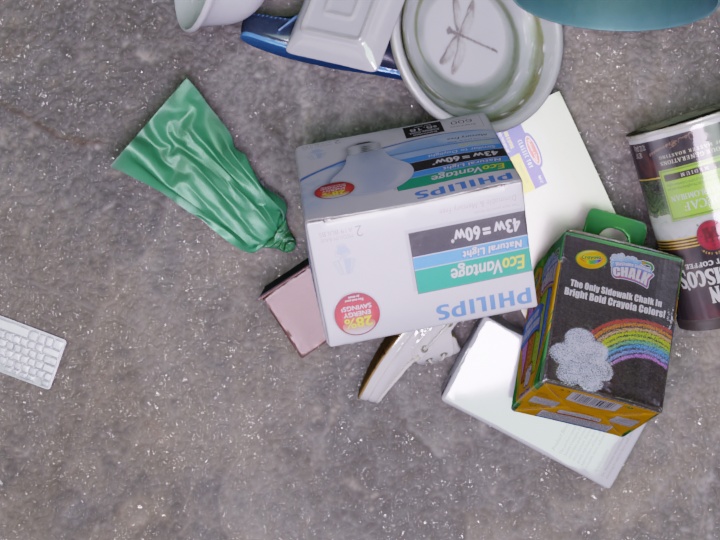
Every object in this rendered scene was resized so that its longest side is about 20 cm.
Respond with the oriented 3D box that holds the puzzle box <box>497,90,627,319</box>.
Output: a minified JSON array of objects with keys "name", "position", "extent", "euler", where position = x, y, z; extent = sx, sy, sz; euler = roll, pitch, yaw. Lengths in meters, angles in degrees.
[{"name":"puzzle box","position":[0.187,-0.068,1.509],"extent":[0.132,0.025,0.201],"euler":[-25,94,5]}]

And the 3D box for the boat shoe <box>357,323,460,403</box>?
[{"name":"boat shoe","position":[0.074,0.066,1.505],"extent":[0.069,0.071,0.201],"euler":[36,99,-8]}]

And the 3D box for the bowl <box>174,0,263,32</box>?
[{"name":"bowl","position":[-0.115,-0.327,1.427],"extent":[0.090,0.201,0.203],"euler":[7,97,-21]}]

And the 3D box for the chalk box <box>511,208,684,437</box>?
[{"name":"chalk box","position":[0.233,0.043,1.424],"extent":[0.124,0.124,0.202],"euler":[14,70,-4]}]

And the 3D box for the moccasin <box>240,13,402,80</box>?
[{"name":"moccasin","position":[-0.022,-0.241,1.482],"extent":[0.198,0.080,0.069],"euler":[10,92,-13]}]

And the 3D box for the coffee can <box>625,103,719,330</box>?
[{"name":"coffee can","position":[0.358,-0.058,1.443],"extent":[0.145,0.146,0.202],"euler":[-17,95,4]}]

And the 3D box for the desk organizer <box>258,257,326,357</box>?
[{"name":"desk organizer","position":[0.000,0.000,1.502],"extent":[0.199,0.072,0.077],"euler":[-34,96,6]}]

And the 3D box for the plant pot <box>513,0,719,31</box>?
[{"name":"plant pot","position":[0.249,-0.337,1.399],"extent":[0.199,0.201,0.162],"euler":[5,81,2]}]

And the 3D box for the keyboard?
[{"name":"keyboard","position":[-0.414,0.066,1.555],"extent":[0.199,0.011,0.057],"euler":[20,97,0]}]

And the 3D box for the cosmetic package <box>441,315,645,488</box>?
[{"name":"cosmetic package","position":[0.191,0.131,1.508],"extent":[0.199,0.074,0.102],"euler":[29,96,1]}]

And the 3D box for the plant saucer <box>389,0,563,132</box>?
[{"name":"plant saucer","position":[0.109,-0.235,1.460],"extent":[0.199,0.050,0.202],"euler":[1,88,-26]}]

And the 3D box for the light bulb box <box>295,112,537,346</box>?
[{"name":"light bulb box","position":[0.046,-0.043,1.349],"extent":[0.196,0.200,0.126],"euler":[-11,114,-1]}]

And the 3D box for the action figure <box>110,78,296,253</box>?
[{"name":"action figure","position":[-0.144,-0.086,1.506],"extent":[0.200,0.055,0.118],"euler":[42,95,-9]}]

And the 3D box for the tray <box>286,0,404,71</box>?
[{"name":"tray","position":[0.002,-0.295,1.411],"extent":[0.107,0.022,0.201],"euler":[16,80,28]}]
